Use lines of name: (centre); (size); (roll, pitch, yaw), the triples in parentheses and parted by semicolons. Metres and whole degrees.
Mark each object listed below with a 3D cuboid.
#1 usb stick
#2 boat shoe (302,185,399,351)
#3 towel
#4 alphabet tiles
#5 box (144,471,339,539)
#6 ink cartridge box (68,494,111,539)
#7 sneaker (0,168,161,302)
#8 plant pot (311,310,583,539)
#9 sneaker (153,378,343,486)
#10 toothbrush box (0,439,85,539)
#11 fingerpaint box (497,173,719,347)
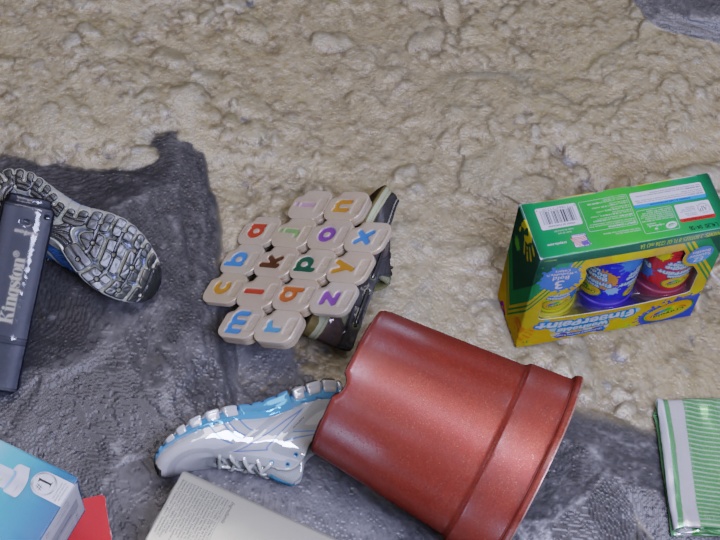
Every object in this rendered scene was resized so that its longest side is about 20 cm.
usb stick: (-0.348, 0.025, 1.338); (0.055, 0.033, 0.200); (12, 91, -6)
boat shoe: (0.000, 0.000, 1.414); (0.066, 0.072, 0.201); (34, 56, -11)
towel: (0.398, 0.194, 1.343); (0.199, 0.023, 0.153); (0, 58, -3)
alphabet tiles: (-0.065, -0.004, 1.386); (0.195, 0.015, 0.200); (4, 53, 37)
box: (-0.092, 0.266, 1.242); (0.200, 0.068, 0.082); (24, 61, 10)
ink cartridge box: (-0.324, 0.288, 1.228); (0.200, 0.050, 0.161); (-11, 60, -8)
sneaker: (-0.293, -0.037, 1.406); (0.200, 0.089, 0.079); (35, 82, -6)
plant pot: (0.072, 0.143, 1.237); (0.195, 0.201, 0.201); (26, 61, 5)
sneaker: (-0.097, 0.172, 1.299); (0.200, 0.075, 0.087); (-17, 67, -13)
toothbrush box: (-0.368, 0.216, 1.193); (0.200, 0.085, 0.147); (23, 60, 7)
fingerpaint box: (0.253, -0.007, 1.371); (0.200, 0.167, 0.073); (-9, 57, -10)
